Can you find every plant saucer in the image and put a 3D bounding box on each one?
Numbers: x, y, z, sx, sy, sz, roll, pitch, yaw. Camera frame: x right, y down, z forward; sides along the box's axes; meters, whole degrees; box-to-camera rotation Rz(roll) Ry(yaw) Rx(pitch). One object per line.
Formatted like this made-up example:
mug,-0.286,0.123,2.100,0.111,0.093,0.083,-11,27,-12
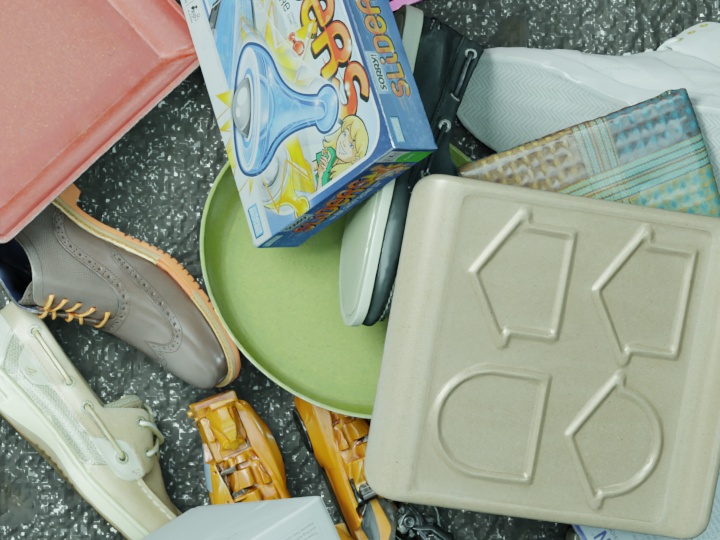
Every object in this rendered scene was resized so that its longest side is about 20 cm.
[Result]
plant saucer,-0.216,-0.138,1.671,0.200,0.037,0.200,46,56,-4
plant saucer,0.000,0.000,1.711,0.199,0.031,0.200,7,64,-14

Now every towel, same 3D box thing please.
towel,0.150,0.010,1.687,0.146,0.022,0.200,-19,102,-5

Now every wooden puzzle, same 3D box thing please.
wooden puzzle,0.112,0.048,1.654,0.199,0.046,0.186,9,97,-7

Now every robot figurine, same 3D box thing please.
robot figurine,-0.020,0.154,1.723,0.145,0.058,0.200,-24,93,-10

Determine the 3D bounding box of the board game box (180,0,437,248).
board game box,-0.037,-0.131,1.660,0.034,0.135,0.200,-3,67,-42

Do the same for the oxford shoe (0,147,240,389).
oxford shoe,-0.160,0.012,1.686,0.200,0.071,0.073,37,51,2

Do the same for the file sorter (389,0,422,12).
file sorter,0.079,-0.251,1.709,0.200,0.125,0.139,-22,93,-9

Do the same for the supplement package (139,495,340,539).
supplement package,-0.071,0.249,1.596,0.152,0.151,0.200,-30,100,-30

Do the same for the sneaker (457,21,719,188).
sneaker,0.162,-0.107,1.754,0.200,0.116,0.074,14,122,20

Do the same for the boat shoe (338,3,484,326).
boat shoe,0.034,-0.055,1.688,0.066,0.075,0.200,16,62,-14

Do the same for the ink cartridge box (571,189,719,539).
ink cartridge box,0.187,0.071,1.744,0.200,0.043,0.197,-30,78,-6

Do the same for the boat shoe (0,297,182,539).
boat shoe,-0.147,0.101,1.700,0.200,0.072,0.065,45,84,-1

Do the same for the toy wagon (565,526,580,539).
toy wagon,0.218,0.203,1.771,0.199,0.040,0.156,10,88,-9
